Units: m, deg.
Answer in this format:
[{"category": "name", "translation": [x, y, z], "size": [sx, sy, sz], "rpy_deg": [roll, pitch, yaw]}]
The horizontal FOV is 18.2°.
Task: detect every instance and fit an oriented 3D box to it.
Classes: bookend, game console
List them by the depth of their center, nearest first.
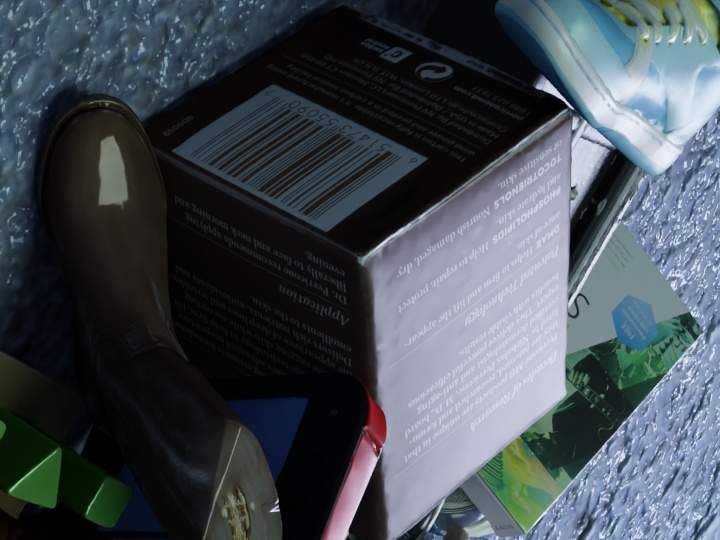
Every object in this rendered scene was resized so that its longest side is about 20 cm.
[{"category": "game console", "translation": [-0.086, 0.130, 1.101], "size": [0.031, 0.199, 0.177], "rpy_deg": [46, 55, -33]}, {"category": "bookend", "translation": [0.099, -0.093, 1.296], "size": [0.199, 0.092, 0.200], "rpy_deg": [-60, 154, 8]}]

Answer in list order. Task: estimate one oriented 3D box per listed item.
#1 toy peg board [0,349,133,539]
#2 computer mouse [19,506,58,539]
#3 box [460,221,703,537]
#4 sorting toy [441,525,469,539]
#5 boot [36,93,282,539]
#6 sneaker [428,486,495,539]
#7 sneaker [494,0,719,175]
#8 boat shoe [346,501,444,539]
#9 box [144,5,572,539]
[{"category": "toy peg board", "translation": [-0.217, 0.123, 1.022], "size": [0.200, 0.098, 0.200], "rpy_deg": [35, 83, -50]}, {"category": "computer mouse", "translation": [-0.168, 0.191, 1.204], "size": [0.200, 0.046, 0.141], "rpy_deg": [-13, 121, -50]}, {"category": "box", "translation": [0.114, 0.050, 1.433], "size": [0.200, 0.036, 0.145], "rpy_deg": [-45, 103, -25]}, {"category": "sorting toy", "translation": [-0.027, 0.248, 1.398], "size": [0.200, 0.036, 0.185], "rpy_deg": [-37, 165, -31]}, {"category": "boot", "translation": [-0.091, 0.035, 1.050], "size": [0.064, 0.200, 0.187], "rpy_deg": [-15, 121, -16]}, {"category": "sneaker", "translation": [0.090, 0.097, 1.479], "size": [0.200, 0.077, 0.086], "rpy_deg": [-44, 144, -43]}, {"category": "sneaker", "translation": [0.151, -0.133, 1.154], "size": [0.131, 0.080, 0.200], "rpy_deg": [-44, 155, 9]}, {"category": "boat shoe", "translation": [-0.019, 0.151, 1.360], "size": [0.200, 0.075, 0.062], "rpy_deg": [-27, 145, -36]}, {"category": "box", "translation": [0.000, 0.000, 1.193], "size": [0.164, 0.166, 0.201], "rpy_deg": [-37, 140, -34]}]
